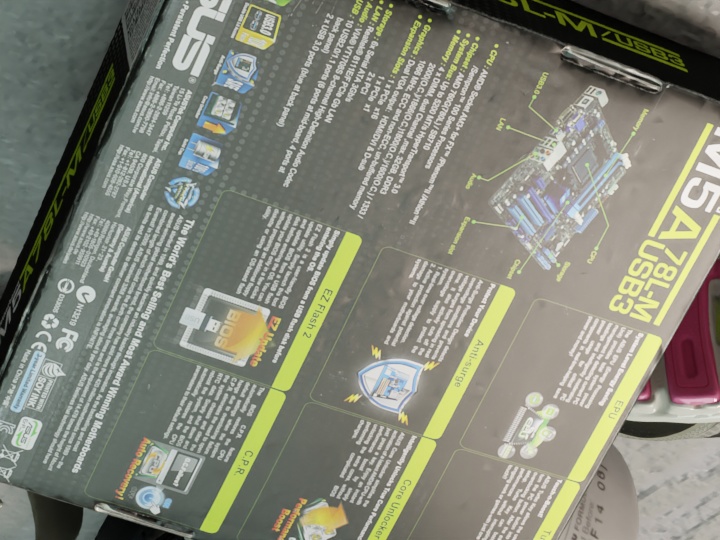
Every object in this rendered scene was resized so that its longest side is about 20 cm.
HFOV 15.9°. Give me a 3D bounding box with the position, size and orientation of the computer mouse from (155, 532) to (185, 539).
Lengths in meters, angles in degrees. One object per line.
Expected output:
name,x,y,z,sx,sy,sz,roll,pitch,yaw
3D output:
computer mouse,-0.093,0.142,0.974,0.140,0.200,0.046,-36,89,22

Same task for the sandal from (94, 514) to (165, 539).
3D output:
sandal,-0.098,0.145,1.127,0.048,0.075,0.201,26,145,19

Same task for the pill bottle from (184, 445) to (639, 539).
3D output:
pill bottle,-0.004,0.067,0.919,0.200,0.115,0.114,33,141,-33

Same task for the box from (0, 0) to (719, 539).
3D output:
box,0.000,0.000,0.788,0.192,0.048,0.201,17,116,-19

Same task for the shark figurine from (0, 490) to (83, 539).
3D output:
shark figurine,-0.128,0.049,0.935,0.128,0.214,0.090,32,110,13

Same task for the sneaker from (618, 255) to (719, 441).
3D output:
sneaker,0.152,0.038,0.874,0.198,0.074,0.088,-4,141,10
